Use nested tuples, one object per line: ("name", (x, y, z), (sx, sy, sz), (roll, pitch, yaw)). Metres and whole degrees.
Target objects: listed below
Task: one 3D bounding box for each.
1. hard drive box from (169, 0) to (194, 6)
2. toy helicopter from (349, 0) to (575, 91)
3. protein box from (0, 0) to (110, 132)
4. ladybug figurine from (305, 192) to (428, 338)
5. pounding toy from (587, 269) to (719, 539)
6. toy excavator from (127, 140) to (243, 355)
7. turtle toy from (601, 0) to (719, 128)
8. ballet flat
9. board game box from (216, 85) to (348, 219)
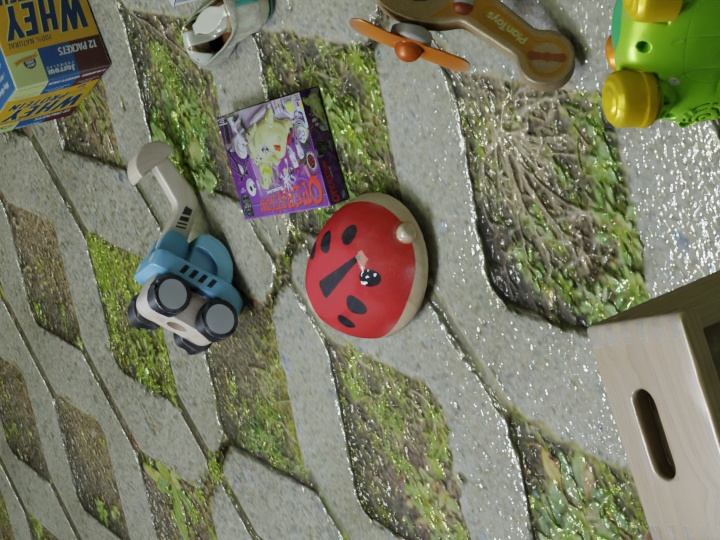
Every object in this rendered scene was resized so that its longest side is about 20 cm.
("hard drive box", (-0.112, -0.337, 1.417), (0.157, 0.198, 0.077), (57, 148, 24))
("toy helicopter", (0.082, -0.203, 1.257), (0.199, 0.132, 0.079), (39, 170, 18))
("protein box", (-0.448, -0.311, 2.070), (0.198, 0.134, 0.202), (-29, 81, 60))
("ladybug figurine", (0.000, 0.000, 1.553), (0.137, 0.071, 0.200), (63, 150, 14))
("pounding toy", (0.247, 0.111, 1.082), (0.142, 0.183, 0.202), (-13, 96, 61))
("toy excavator", (-0.214, -0.028, 1.886), (0.193, 0.202, 0.100), (29, 154, -17))
("turtle toy", (0.223, -0.183, 1.021), (0.102, 0.144, 0.202), (-112, 21, -52))
("ballet flat", (-0.158, -0.260, 1.682), (0.200, 0.062, 0.068), (-27, 83, 61))
("board game box", (-0.086, -0.121, 1.678), (0.199, 0.032, 0.121), (-6, 105, 60))
